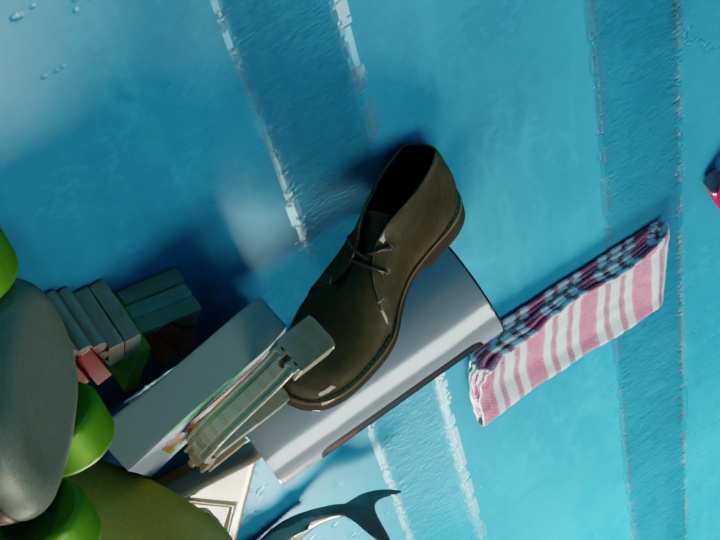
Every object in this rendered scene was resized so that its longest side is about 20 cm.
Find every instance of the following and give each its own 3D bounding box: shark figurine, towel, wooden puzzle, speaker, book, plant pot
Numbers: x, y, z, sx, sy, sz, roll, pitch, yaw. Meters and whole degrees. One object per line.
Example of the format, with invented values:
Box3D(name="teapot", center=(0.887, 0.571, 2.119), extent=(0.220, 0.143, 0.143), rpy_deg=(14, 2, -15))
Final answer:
Box3D(name="shark figurine", center=(-0.067, 0.250, 2.173), extent=(0.215, 0.128, 0.090), rpy_deg=(-58, 180, 7))
Box3D(name="towel", center=(0.175, 0.048, 2.153), extent=(0.200, 0.030, 0.146), rpy_deg=(-33, 158, -10))
Box3D(name="wooden puzzle", center=(-0.166, 0.203, 1.964), extent=(0.185, 0.037, 0.200), rpy_deg=(-26, 160, -25))
Box3D(name="speaker", center=(0.000, 0.067, 1.874), extent=(0.200, 0.081, 0.081), rpy_deg=(-35, 158, -4))
Box3D(name="book", center=(-0.107, 0.074, 1.699), extent=(0.134, 0.048, 0.200), rpy_deg=(-40, 178, -4))
Box3D(name="plant pot", center=(-0.201, 0.199, 1.726), extent=(0.200, 0.200, 0.142), rpy_deg=(-38, 121, 4))

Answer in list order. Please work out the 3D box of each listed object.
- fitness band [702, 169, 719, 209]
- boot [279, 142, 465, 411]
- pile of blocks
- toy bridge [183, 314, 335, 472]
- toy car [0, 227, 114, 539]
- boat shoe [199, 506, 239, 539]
Box3D(name="fitness band", center=(0.351, -0.093, 2.130), extent=(0.144, 0.037, 0.200), rpy_deg=(-42, 158, 6))
Box3D(name="boot", center=(0.000, 0.000, 1.708), extent=(0.200, 0.073, 0.076), rpy_deg=(-58, 155, -26))
Box3D(name="pile of blocks", center=(-0.173, 0.053, 1.619), extent=(0.200, 0.062, 0.082), rpy_deg=(-6, 143, -50))
Box3D(name="toy bridge", center=(-0.078, 0.092, 1.664), extent=(0.067, 0.027, 0.200), rpy_deg=(-38, 175, -31))
Box3D(name="toy car", center=(-0.265, 0.090, 1.475), extent=(0.199, 0.158, 0.165), rpy_deg=(-15, 129, 14))
Box3D(name="boat shoe", center=(-0.100, 0.211, 1.827), extent=(0.063, 0.071, 0.200), rpy_deg=(-40, -163, -10))
